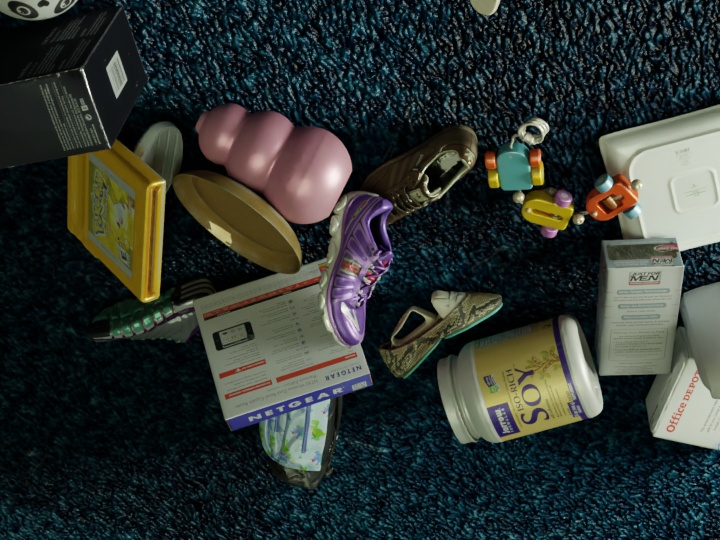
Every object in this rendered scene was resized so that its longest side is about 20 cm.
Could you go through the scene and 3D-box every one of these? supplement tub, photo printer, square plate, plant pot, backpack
[{"bbox_3d":[0.219,0.154,1.600,0.199,0.146,0.146,-18,119,15],"label":"supplement tub"},{"bbox_3d":[0.512,0.086,1.504,0.166,0.200,0.070,-15,120,14],"label":"photo printer"},{"bbox_3d":[0.425,-0.107,1.490,0.199,0.028,0.199,-14,121,13],"label":"square plate"},{"bbox_3d":[-0.153,-0.067,1.497,0.200,0.028,0.200,31,160,12],"label":"plant pot"},{"bbox_3d":[-0.083,0.175,1.634,0.153,0.163,0.201,19,113,-4],"label":"backpack"}]

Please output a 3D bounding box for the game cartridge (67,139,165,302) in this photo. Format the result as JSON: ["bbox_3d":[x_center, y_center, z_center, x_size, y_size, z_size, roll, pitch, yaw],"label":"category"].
[{"bbox_3d":[-0.317,-0.081,1.483,0.200,0.032,0.177,36,131,35],"label":"game cartridge"}]

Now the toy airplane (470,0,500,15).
[{"bbox_3d":[0.164,-0.402,1.257,0.199,0.141,0.200,-29,116,21],"label":"toy airplane"}]

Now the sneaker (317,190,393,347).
[{"bbox_3d":[0.000,0.000,1.474,0.083,0.081,0.201,8,94,28],"label":"sneaker"}]

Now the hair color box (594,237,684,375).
[{"bbox_3d":[0.371,0.051,1.558,0.099,0.061,0.200,-2,132,5],"label":"hair color box"}]

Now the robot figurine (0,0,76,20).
[{"bbox_3d":[-0.383,-0.385,1.317,0.150,0.125,0.201,9,124,20],"label":"robot figurine"}]

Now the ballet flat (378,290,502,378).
[{"bbox_3d":[0.102,0.074,1.612,0.200,0.068,0.075,-38,97,27],"label":"ballet flat"}]

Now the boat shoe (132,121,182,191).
[{"bbox_3d":[-0.291,-0.114,1.513,0.073,0.067,0.200,-7,130,-45],"label":"boat shoe"}]

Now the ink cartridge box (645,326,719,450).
[{"bbox_3d":[0.519,0.174,1.627,0.199,0.084,0.145,12,122,-4],"label":"ink cartridge box"}]

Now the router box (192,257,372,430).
[{"bbox_3d":[-0.105,0.096,1.545,0.199,0.180,0.049,-17,155,-3],"label":"router box"}]

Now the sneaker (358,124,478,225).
[{"bbox_3d":[0.065,-0.111,1.486,0.200,0.076,0.070,-39,112,24],"label":"sneaker"}]

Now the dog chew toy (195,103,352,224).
[{"bbox_3d":[-0.113,-0.143,1.458,0.200,0.125,0.125,28,120,-4],"label":"dog chew toy"}]

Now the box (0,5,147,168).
[{"bbox_3d":[-0.372,-0.217,1.379,0.181,0.200,0.104,-8,122,10],"label":"box"}]

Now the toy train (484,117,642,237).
[{"bbox_3d":[0.254,-0.121,1.469,0.200,0.056,0.150,35,131,-20],"label":"toy train"}]

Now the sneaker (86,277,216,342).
[{"bbox_3d":[-0.286,0.081,1.638,0.199,0.075,0.088,-17,124,13],"label":"sneaker"}]
